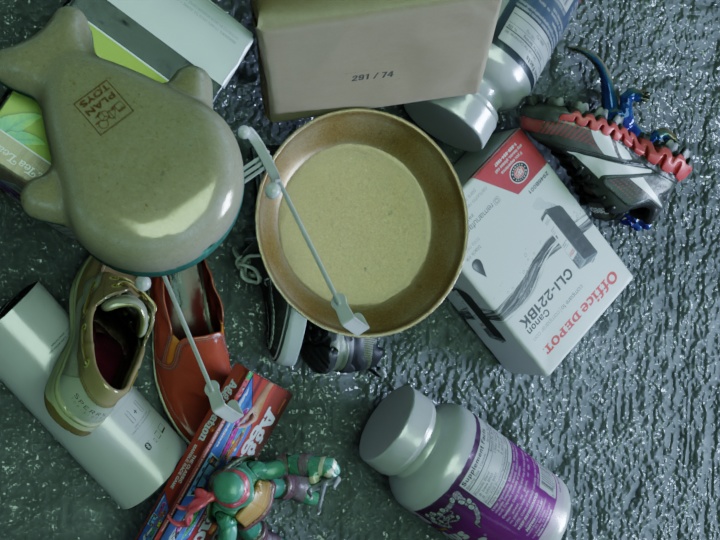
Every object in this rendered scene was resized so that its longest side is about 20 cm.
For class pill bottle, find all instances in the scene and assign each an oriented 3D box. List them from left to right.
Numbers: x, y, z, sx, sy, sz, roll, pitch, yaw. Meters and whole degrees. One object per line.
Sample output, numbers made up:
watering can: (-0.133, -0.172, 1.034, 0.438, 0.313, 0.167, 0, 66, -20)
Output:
pill bottle: (0.098, 0.199, 1.117, 0.199, 0.112, 0.113, 37, 78, -18)
pill bottle: (0.126, -0.224, 1.119, 0.119, 0.119, 0.202, 34, 79, -19)

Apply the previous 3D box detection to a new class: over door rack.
over door rack: (-0.103, 0.000, 0.953, 0.147, 0.067, 0.202, -33, 75, 11)

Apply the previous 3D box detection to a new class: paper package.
paper package: (0.006, -0.215, 0.969, 0.197, 0.191, 0.105, -8, 75, -3)

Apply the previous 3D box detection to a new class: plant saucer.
plant saucer: (-0.001, -0.041, 1.034, 0.197, 0.035, 0.204, 1, 85, -17)

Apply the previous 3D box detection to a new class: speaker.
speaker: (-0.241, 0.106, 0.994, 0.081, 0.081, 0.201, -44, 106, -16)

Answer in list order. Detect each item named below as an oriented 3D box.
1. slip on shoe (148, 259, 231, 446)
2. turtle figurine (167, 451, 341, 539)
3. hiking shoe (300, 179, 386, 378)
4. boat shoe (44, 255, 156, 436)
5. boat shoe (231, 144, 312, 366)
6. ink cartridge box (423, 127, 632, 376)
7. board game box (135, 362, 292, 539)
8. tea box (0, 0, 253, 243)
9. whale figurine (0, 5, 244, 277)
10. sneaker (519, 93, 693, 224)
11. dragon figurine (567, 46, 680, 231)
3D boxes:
slip on shoe: (-0.149, 0.069, 1.042, 0.073, 0.061, 0.203, -11, 96, -23)
turtle figurine: (-0.086, 0.204, 1.000, 0.150, 0.200, 0.101, -44, 74, -5)
hiking shoe: (0.000, 0.000, 1.106, 0.100, 0.075, 0.203, 11, 89, -39)
boat shoe: (-0.202, 0.045, 0.962, 0.074, 0.066, 0.202, 39, 34, -32)
boat shoe: (-0.082, -0.015, 1.062, 0.067, 0.074, 0.203, 2, 93, -14)
ink cartridge box: (0.154, -0.016, 1.152, 0.144, 0.084, 0.201, -45, 106, -16)
board game box: (-0.134, 0.184, 1.028, 0.019, 0.103, 0.202, 27, 84, 23)
tea box: (-0.211, -0.134, 0.939, 0.133, 0.200, 0.198, 35, 80, -18)
whale figurine: (-0.169, -0.086, 0.812, 0.159, 0.104, 0.200, -41, 82, -15)
sneaker: (0.231, -0.104, 1.127, 0.198, 0.071, 0.099, 20, 97, -25)
dragon figurine: (0.264, -0.135, 1.209, 0.099, 0.059, 0.201, -43, 107, -17)
